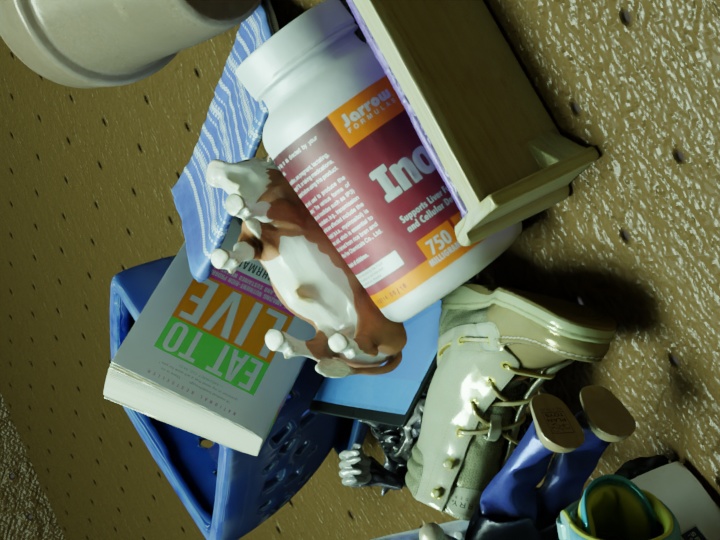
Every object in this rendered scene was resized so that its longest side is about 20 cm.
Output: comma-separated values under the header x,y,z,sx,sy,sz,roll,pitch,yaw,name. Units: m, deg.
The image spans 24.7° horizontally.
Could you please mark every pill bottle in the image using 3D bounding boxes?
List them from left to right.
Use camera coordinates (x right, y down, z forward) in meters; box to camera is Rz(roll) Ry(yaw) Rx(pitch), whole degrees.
x,y,z,sx,sy,sz,roll,pitch,yaw,name
0.008,-0.075,1.090,0.200,0.113,0.113,54,157,-2,pill bottle

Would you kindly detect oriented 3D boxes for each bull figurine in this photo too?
x,y,z,sx,sy,sz,roll,pitch,yaw,name
-0.044,-0.008,1.134,0.200,0.121,0.065,49,116,10,bull figurine

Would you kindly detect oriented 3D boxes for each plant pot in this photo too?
x,y,z,sx,sy,sz,roll,pitch,yaw,name
-0.167,-0.243,1.276,0.174,0.200,0.201,5,119,45,plant pot
-0.095,0.091,1.436,0.200,0.180,0.200,53,155,26,plant pot

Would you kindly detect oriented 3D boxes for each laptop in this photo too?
x,y,z,sx,sy,sz,roll,pitch,yaw,name
0.000,0.000,1.236,0.177,0.103,0.200,-1,112,65,laptop

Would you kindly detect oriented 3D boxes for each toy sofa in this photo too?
x,y,z,sx,sy,sz,roll,pitch,yaw,name
0.053,-0.120,1.027,0.200,0.083,0.098,62,156,7,toy sofa

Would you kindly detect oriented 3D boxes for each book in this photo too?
x,y,z,sx,sy,sz,roll,pitch,yaw,name
-0.103,0.044,1.326,0.133,0.200,0.048,24,138,2,book

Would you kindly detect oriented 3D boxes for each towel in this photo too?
x,y,z,sx,sy,sz,roll,pitch,yaw,name
-0.105,-0.107,1.288,0.145,0.024,0.200,-109,36,-57,towel

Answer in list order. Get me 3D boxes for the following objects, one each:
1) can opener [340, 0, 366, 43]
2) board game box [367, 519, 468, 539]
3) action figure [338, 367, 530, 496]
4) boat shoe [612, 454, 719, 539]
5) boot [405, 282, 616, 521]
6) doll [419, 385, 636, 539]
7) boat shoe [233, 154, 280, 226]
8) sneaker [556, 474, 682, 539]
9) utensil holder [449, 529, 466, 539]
x,y,z,sx,sy,sz,roll,pitch,yaw,name
0.001,-0.228,1.095,0.067,0.053,0.200,13,132,21,can opener
0.066,0.264,1.109,0.026,0.199,0.200,78,180,-62,board game box
0.045,0.121,1.252,0.200,0.102,0.119,11,78,57,action figure
0.222,0.215,1.028,0.093,0.075,0.200,89,156,-52,boat shoe
0.092,0.090,1.074,0.200,0.072,0.155,-174,99,-70,boot
0.098,0.160,1.044,0.049,0.136,0.200,56,140,37,doll
-0.045,-0.065,1.258,0.065,0.074,0.202,56,149,-3,boat shoe
0.142,0.187,1.001,0.200,0.079,0.131,-13,94,61,sneaker
0.095,0.303,1.212,0.170,0.170,0.200,53,168,25,utensil holder
